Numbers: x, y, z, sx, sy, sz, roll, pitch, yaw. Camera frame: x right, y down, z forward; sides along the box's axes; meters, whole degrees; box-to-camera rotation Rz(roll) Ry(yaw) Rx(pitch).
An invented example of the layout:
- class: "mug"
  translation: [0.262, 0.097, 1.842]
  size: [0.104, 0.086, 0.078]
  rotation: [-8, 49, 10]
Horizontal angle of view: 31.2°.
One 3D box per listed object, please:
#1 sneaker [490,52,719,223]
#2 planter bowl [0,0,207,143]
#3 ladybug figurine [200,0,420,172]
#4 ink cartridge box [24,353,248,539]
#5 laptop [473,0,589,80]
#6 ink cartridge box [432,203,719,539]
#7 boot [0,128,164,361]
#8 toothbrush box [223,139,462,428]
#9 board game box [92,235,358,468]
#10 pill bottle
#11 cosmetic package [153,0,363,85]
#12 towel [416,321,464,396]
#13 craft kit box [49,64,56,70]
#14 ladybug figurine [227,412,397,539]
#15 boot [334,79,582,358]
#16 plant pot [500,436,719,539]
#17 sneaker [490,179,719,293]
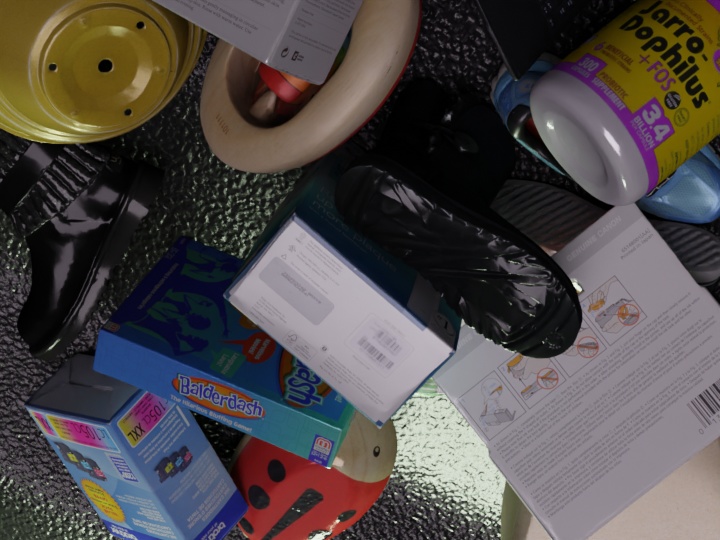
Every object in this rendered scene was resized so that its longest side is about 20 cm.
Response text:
- class: "sneaker"
  translation: [0.183, -0.080, 0.952]
  size: [0.199, 0.090, 0.079]
  rotation: [25, 123, -9]
- class: "planter bowl"
  translation: [-0.188, -0.159, 0.904]
  size: [0.200, 0.084, 0.201]
  rotation: [-15, 129, -19]
- class: "ladybug figurine"
  translation: [-0.028, -0.151, 0.919]
  size: [0.200, 0.136, 0.072]
  rotation: [-41, 154, 21]
- class: "ink cartridge box"
  translation: [-0.190, 0.177, 1.146]
  size: [0.136, 0.076, 0.200]
  rotation: [4, 132, 44]
- class: "laptop"
  translation: [0.150, -0.254, 0.832]
  size: [0.103, 0.200, 0.178]
  rotation: [5, 135, 49]
- class: "ink cartridge box"
  translation: [0.173, 0.076, 0.948]
  size: [0.200, 0.045, 0.176]
  rotation: [-38, 84, 2]
- class: "boot"
  translation: [-0.271, -0.039, 1.045]
  size: [0.157, 0.080, 0.212]
  rotation: [26, 112, -17]
- class: "toothbrush box"
  translation: [0.000, 0.000, 0.950]
  size: [0.146, 0.200, 0.085]
  rotation: [41, 111, -7]
- class: "board game box"
  translation: [-0.087, 0.059, 1.022]
  size: [0.199, 0.152, 0.045]
  rotation: [22, 125, 6]
- class: "pill bottle"
  translation: [0.217, -0.140, 0.862]
  size: [0.200, 0.104, 0.104]
  rotation: [-39, 115, -9]
- class: "cosmetic package"
  translation: [-0.037, -0.236, 0.826]
  size: [0.107, 0.085, 0.201]
  rotation: [33, 100, 22]
- class: "towel"
  translation: [0.046, 0.047, 1.093]
  size: [0.199, 0.023, 0.153]
  rotation: [6, 122, 5]
- class: "craft kit box"
  translation: [-0.282, -0.247, 0.939]
  size: [0.199, 0.049, 0.198]
  rotation: [16, 121, -3]
- class: "ladybug figurine"
  translation: [-0.049, 0.191, 1.169]
  size: [0.135, 0.072, 0.200]
  rotation: [32, 121, -13]
- class: "boot"
  translation: [0.089, -0.047, 0.927]
  size: [0.200, 0.168, 0.077]
  rotation: [35, 127, 1]
- class: "plant pot"
  translation: [0.215, 0.167, 1.054]
  size: [0.199, 0.200, 0.178]
  rotation: [1, 108, 7]
- class: "sneaker"
  translation: [0.176, -0.007, 1.008]
  size: [0.199, 0.079, 0.080]
  rotation: [16, 136, 6]
